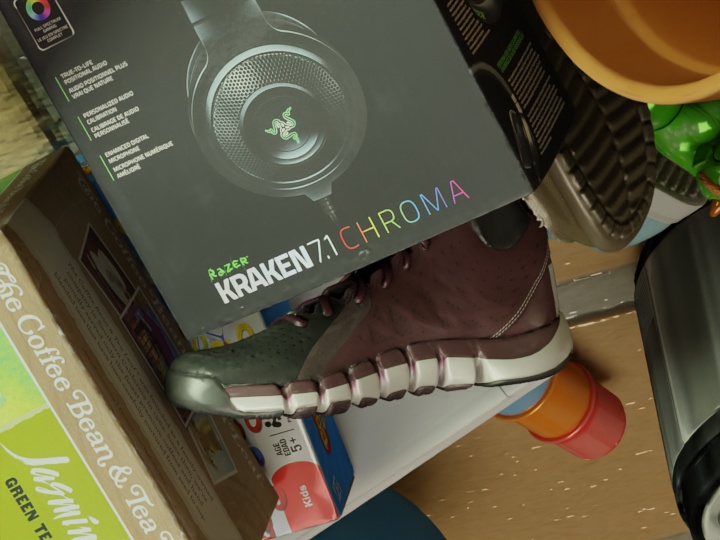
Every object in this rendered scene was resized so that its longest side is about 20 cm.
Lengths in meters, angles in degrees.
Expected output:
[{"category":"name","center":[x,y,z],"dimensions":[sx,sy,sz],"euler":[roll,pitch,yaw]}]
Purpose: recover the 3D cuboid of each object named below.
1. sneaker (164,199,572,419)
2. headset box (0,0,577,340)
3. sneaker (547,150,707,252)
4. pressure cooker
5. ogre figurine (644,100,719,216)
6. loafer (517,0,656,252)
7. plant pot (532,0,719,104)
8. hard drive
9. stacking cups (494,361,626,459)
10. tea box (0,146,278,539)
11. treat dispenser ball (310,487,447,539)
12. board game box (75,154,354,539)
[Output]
[{"category":"sneaker","center":[0.000,0.000,1.303],"dimensions":[0.199,0.116,0.076],"euler":[-8,-172,-27]},{"category":"headset box","center":[-0.036,-0.102,1.189],"dimensions":[0.173,0.093,0.201],"euler":[-22,105,23]},{"category":"sneaker","center":[0.076,-0.051,1.367],"dimensions":[0.199,0.074,0.082],"euler":[26,128,-37]},{"category":"pressure cooker","center":[0.232,0.067,1.451],"dimensions":[0.178,0.201,0.176],"euler":[-29,139,26]},{"category":"ogre figurine","center":[0.185,-0.089,1.324],"dimensions":[0.120,0.098,0.199],"euler":[-46,147,19]},{"category":"loafer","center":[0.061,-0.095,1.266],"dimensions":[0.067,0.076,0.201],"euler":[-17,109,47]},{"category":"plant pot","center":[0.169,-0.168,1.140],"dimensions":[0.139,0.201,0.200],"euler":[-5,149,-34]},{"category":"hard drive","center":[-0.008,0.042,1.438],"dimensions":[0.200,0.133,0.027],"euler":[-36,165,34]},{"category":"stacking cups","center":[0.075,0.050,1.519],"dimensions":[0.060,0.061,0.200],"euler":[-30,139,28]},{"category":"tea box","center":[-0.174,0.086,1.312],"dimensions":[0.196,0.134,0.201],"euler":[-28,103,16]},{"category":"treat dispenser ball","center":[-0.032,0.208,1.599],"dimensions":[0.199,0.202,0.201],"euler":[-5,145,-4]},{"category":"board game box","center":[-0.128,0.049,1.395],"dimensions":[0.195,0.056,0.201],"euler":[-17,107,13]}]
